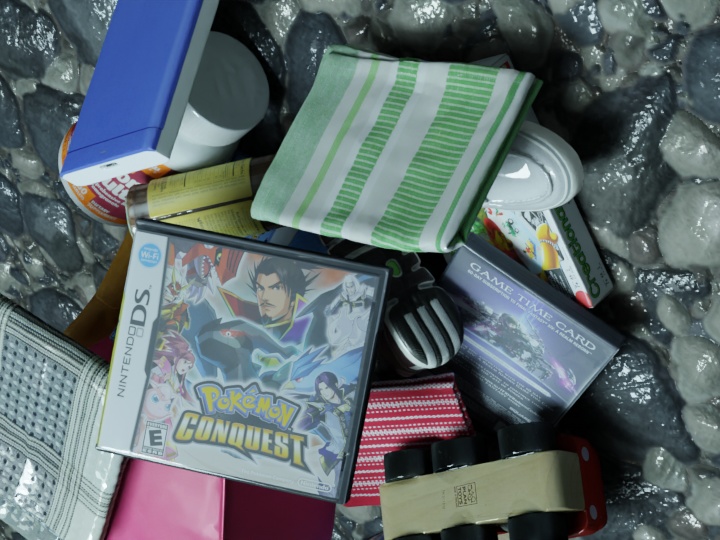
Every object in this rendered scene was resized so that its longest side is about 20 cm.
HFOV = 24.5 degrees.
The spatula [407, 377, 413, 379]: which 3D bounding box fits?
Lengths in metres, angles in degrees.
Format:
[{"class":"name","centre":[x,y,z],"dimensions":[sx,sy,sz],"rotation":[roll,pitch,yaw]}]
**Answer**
[{"class":"spatula","centre":[0.092,0.070,1.382],"dimensions":[0.200,0.021,0.057],"rotation":[-10,119,46]}]

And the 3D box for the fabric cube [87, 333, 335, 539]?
[{"class":"fabric cube","centre":[-0.148,0.167,1.437],"dimensions":[0.200,0.199,0.197],"rotation":[17,117,24]}]

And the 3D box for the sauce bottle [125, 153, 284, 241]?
[{"class":"sauce bottle","centre":[-0.089,-0.060,1.356],"dimensions":[0.200,0.065,0.065],"rotation":[-10,118,9]}]

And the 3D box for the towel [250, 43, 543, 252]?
[{"class":"towel","centre":[0.021,-0.090,1.188],"dimensions":[0.200,0.153,0.023],"rotation":[14,163,42]}]

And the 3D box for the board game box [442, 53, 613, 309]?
[{"class":"board game box","centre":[0.099,-0.059,1.263],"dimensions":[0.126,0.035,0.200],"rotation":[-9,113,48]}]

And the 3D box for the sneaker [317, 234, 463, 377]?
[{"class":"sneaker","centre":[0.000,0.000,1.313],"dimensions":[0.200,0.076,0.116],"rotation":[64,156,11]}]

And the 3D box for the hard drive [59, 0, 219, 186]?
[{"class":"hard drive","centre":[-0.170,-0.171,1.326],"dimensions":[0.025,0.200,0.132],"rotation":[30,155,-35]}]

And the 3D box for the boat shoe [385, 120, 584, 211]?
[{"class":"boat shoe","centre":[0.065,-0.073,1.201],"dimensions":[0.200,0.068,0.072],"rotation":[16,130,36]}]

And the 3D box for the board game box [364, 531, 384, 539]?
[{"class":"board game box","centre":[0.025,0.371,1.660],"dimensions":[0.200,0.057,0.165],"rotation":[54,140,-3]}]

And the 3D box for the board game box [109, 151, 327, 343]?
[{"class":"board game box","centre":[-0.095,0.006,1.379],"dimensions":[0.151,0.200,0.037],"rotation":[21,158,33]}]

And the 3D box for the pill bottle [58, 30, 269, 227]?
[{"class":"pill bottle","centre":[-0.169,-0.120,1.415],"dimensions":[0.110,0.110,0.200],"rotation":[55,139,-4]}]

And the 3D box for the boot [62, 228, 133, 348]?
[{"class":"boot","centre":[-0.223,0.022,1.557],"dimensions":[0.071,0.144,0.201],"rotation":[31,137,22]}]

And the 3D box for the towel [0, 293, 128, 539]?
[{"class":"towel","centre":[-0.273,0.131,1.355],"dimensions":[0.192,0.035,0.200],"rotation":[30,121,17]}]

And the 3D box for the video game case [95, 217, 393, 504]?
[{"class":"video game case","centre":[-0.089,0.067,1.251],"dimensions":[0.200,0.026,0.181],"rotation":[11,93,9]}]

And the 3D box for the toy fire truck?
[{"class":"toy fire truck","centre":[0.138,0.210,1.384],"dimensions":[0.176,0.200,0.129],"rotation":[-17,71,34]}]

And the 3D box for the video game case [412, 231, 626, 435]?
[{"class":"video game case","centre":[0.112,0.063,1.317],"dimensions":[0.143,0.019,0.200],"rotation":[35,146,5]}]

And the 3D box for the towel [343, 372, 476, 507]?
[{"class":"towel","centre":[0.029,0.146,1.403],"dimensions":[0.144,0.023,0.200],"rotation":[-6,144,12]}]
